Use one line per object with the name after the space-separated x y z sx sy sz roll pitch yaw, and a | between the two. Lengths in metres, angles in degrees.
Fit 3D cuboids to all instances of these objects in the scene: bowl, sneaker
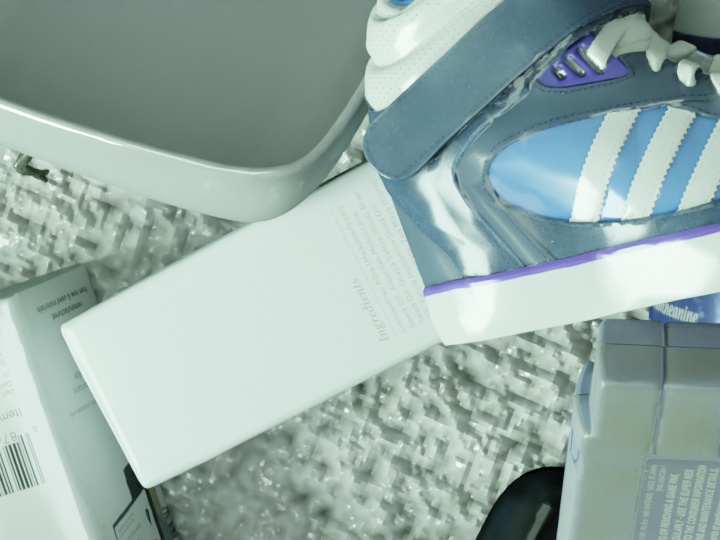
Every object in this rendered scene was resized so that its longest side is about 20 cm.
-0.070 -0.111 0.795 0.199 0.075 0.200 20 61 10 | bowl
0.094 -0.065 0.683 0.199 0.081 0.147 -14 88 23 | sneaker

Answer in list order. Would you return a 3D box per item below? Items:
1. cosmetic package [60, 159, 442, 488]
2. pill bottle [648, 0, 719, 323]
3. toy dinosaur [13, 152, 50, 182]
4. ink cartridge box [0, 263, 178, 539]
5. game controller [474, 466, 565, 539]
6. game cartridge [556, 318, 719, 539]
0.000 0.000 0.813 0.199 0.101 0.071 -28 91 16 | cosmetic package
0.162 -0.047 0.760 0.110 0.111 0.201 6 99 13 | pill bottle
-0.175 -0.056 0.844 0.088 0.199 0.048 -42 50 41 | toy dinosaur
-0.155 0.117 0.877 0.146 0.084 0.201 -17 95 16 | ink cartridge box
0.129 0.159 0.842 0.199 0.042 0.105 28 89 8 | game controller
0.133 0.082 0.734 0.129 0.200 0.039 7 55 5 | game cartridge
